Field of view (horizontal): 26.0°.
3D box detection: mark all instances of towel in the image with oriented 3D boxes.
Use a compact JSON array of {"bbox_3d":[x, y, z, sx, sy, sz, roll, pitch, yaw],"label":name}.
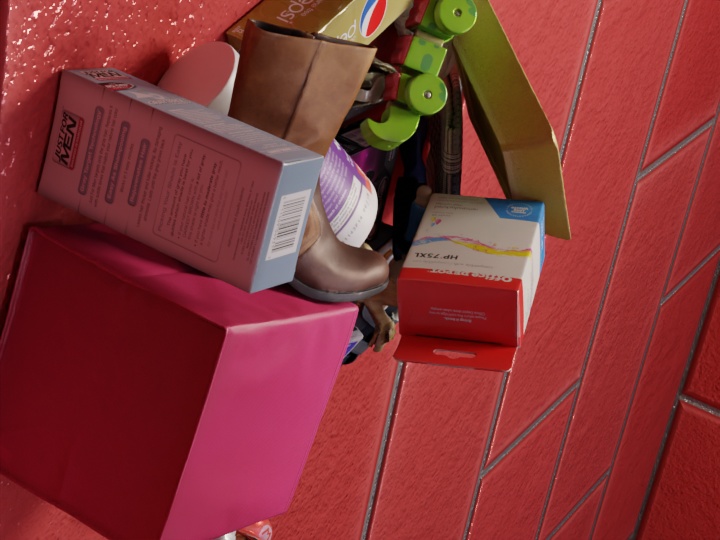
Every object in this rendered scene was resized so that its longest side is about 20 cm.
[{"bbox_3d":[0.087,-0.128,1.664,0.200,0.034,0.193,-89,179,-51],"label":"towel"}]

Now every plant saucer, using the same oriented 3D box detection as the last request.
[{"bbox_3d":[0.144,-0.146,1.549,0.048,0.201,0.200,-21,150,0],"label":"plant saucer"}]

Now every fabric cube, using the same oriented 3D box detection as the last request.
[{"bbox_3d":[-0.155,0.084,1.232,0.199,0.200,0.197,-9,122,-61],"label":"fabric cube"}]

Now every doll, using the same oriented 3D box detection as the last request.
[{"bbox_3d":[0.052,-0.065,1.610,0.137,0.048,0.201,106,-13,-65],"label":"doll"}]

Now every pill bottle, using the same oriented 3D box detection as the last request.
[{"bbox_3d":[-0.080,-0.093,1.284,0.200,0.111,0.112,47,67,-41],"label":"pill bottle"}]

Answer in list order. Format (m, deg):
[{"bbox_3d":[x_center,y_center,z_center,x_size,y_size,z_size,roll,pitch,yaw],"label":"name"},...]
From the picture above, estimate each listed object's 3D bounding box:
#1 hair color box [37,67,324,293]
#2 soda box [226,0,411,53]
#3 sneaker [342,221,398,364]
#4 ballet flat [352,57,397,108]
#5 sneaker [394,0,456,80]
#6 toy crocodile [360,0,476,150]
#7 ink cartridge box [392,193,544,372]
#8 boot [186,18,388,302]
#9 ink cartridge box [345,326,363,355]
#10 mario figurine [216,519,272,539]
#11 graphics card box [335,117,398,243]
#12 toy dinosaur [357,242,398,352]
[{"bbox_3d":[-0.133,-0.069,1.130,0.061,0.199,0.099,-18,128,-60],"label":"hair color box"},{"bbox_3d":[-0.033,-0.222,1.371,0.200,0.068,0.064,-48,152,-37],"label":"soda box"},{"bbox_3d":[-0.001,0.045,1.685,0.201,0.079,0.078,-66,158,3],"label":"sneaker"},{"bbox_3d":[-0.027,-0.172,1.440,0.200,0.062,0.068,-29,138,-55],"label":"ballet flat"},{"bbox_3d":[0.047,-0.262,1.527,0.099,0.075,0.201,-32,137,-32],"label":"sneaker"},{"bbox_3d":[0.057,-0.205,1.454,0.201,0.062,0.067,-70,-165,-3],"label":"toy crocodile"},{"bbox_3d":[0.103,0.008,1.467,0.200,0.116,0.067,-67,157,-54],"label":"ink cartridge box"},{"bbox_3d":[-0.033,-0.084,1.215,0.188,0.068,0.201,14,106,-22],"label":"boot"},{"bbox_3d":[-0.112,0.124,1.457,0.200,0.043,0.198,-49,162,20],"label":"ink cartridge box"},{"bbox_3d":[-0.156,0.324,1.569,0.200,0.106,0.123,-44,-176,-27],"label":"mario figurine"},{"bbox_3d":[-0.038,-0.067,1.531,0.200,0.051,0.126,-30,138,-56],"label":"graphics card box"},{"bbox_3d":[0.000,0.000,1.483,0.058,0.101,0.200,-52,156,-22],"label":"toy dinosaur"}]
